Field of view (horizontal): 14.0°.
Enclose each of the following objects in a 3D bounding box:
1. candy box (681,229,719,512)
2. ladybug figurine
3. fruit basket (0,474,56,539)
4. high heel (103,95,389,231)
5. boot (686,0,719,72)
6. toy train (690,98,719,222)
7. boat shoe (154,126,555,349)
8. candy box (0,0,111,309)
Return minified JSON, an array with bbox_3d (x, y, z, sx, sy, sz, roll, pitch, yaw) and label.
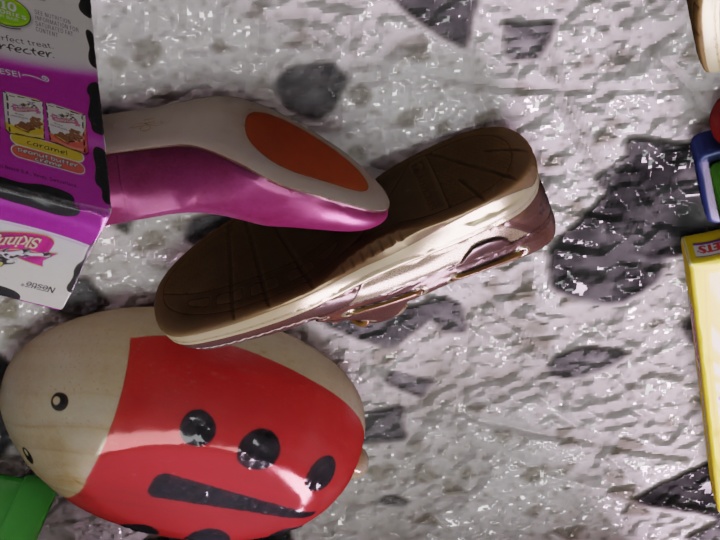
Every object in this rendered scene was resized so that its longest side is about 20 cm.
[{"bbox_3d":[0.227,0.048,1.534,0.101,0.027,0.201,-10,135,4],"label":"candy box"},{"bbox_3d":[-0.085,0.086,1.478,0.199,0.072,0.136,11,131,-21],"label":"ladybug figurine"},{"bbox_3d":[-0.184,0.205,1.473,0.214,0.216,0.156,10,132,-20],"label":"fruit basket"},{"bbox_3d":[-0.091,-0.035,1.360,0.199,0.068,0.097,20,120,-8],"label":"high heel"},{"bbox_3d":[0.218,-0.175,1.278,0.154,0.073,0.201,-4,130,-3],"label":"boot"},{"bbox_3d":[0.266,-0.039,1.391,0.199,0.116,0.085,-14,136,4],"label":"toy train"},{"bbox_3d":[0.000,0.000,1.414,0.199,0.072,0.072,-24,133,4],"label":"boat shoe"},{"bbox_3d":[-0.180,-0.085,1.198,0.136,0.201,0.061,15,130,-22],"label":"candy box"}]
